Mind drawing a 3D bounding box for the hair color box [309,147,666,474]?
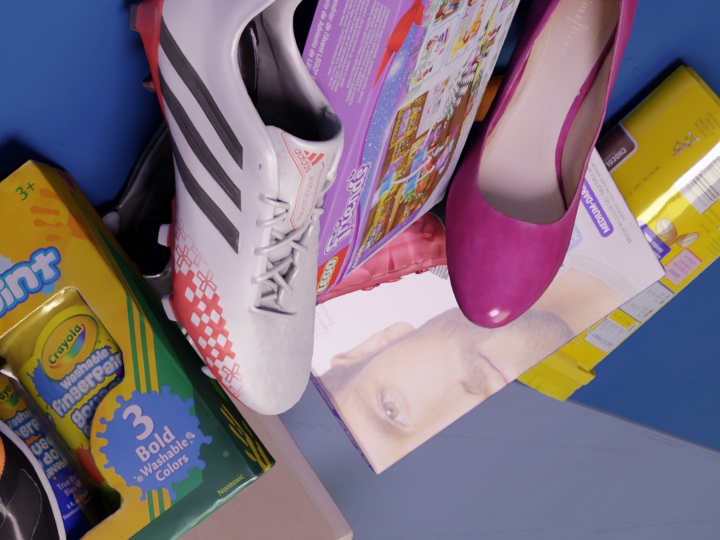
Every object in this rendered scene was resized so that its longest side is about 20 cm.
[{"bbox_3d":[0.057,0.008,1.088,0.199,0.110,0.065,-34,-163,-3],"label":"hair color box"}]

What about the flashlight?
[{"bbox_3d":[0.000,0.000,1.007,0.198,0.068,0.068,-16,-173,-6],"label":"flashlight"}]

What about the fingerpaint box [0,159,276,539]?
[{"bbox_3d":[-0.166,0.079,0.853,0.199,0.167,0.073,-36,176,2],"label":"fingerpaint box"}]

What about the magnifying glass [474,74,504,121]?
[{"bbox_3d":[0.033,-0.084,1.010,0.199,0.022,0.080,-12,146,-43],"label":"magnifying glass"}]

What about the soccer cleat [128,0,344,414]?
[{"bbox_3d":[-0.041,-0.032,0.819,0.068,0.085,0.202,-26,113,-47],"label":"soccer cleat"}]

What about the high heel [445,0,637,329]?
[{"bbox_3d":[0.093,-0.072,0.959,0.096,0.067,0.201,108,7,-62],"label":"high heel"}]

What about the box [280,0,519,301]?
[{"bbox_3d":[0.017,-0.088,0.885,0.137,0.039,0.201,-39,157,-47],"label":"box"}]

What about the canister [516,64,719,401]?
[{"bbox_3d":[0.161,-0.021,1.210,0.200,0.087,0.148,-42,155,10],"label":"canister"}]

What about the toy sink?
[{"bbox_3d":[-0.102,0.173,1.160,0.111,0.131,0.201,-21,153,-28],"label":"toy sink"}]

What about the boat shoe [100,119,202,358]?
[{"bbox_3d":[-0.100,-0.010,0.927,0.070,0.072,0.201,5,123,-44],"label":"boat shoe"}]

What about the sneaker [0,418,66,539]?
[{"bbox_3d":[-0.181,0.061,0.766,0.069,0.202,0.090,-24,-175,4],"label":"sneaker"}]
